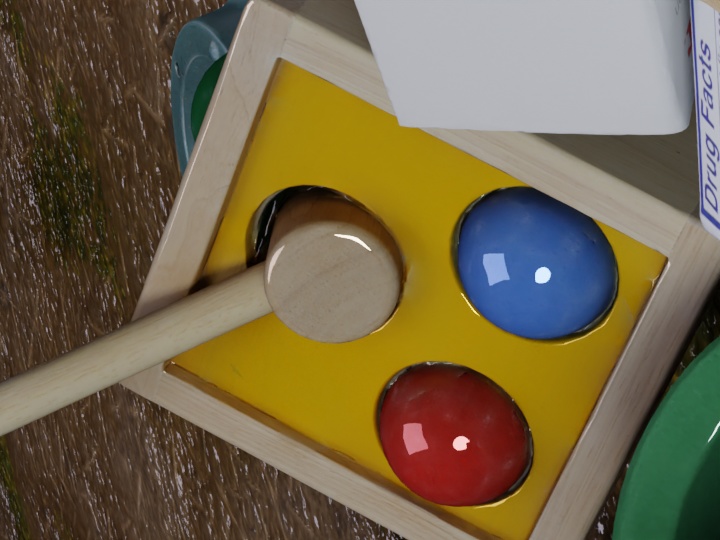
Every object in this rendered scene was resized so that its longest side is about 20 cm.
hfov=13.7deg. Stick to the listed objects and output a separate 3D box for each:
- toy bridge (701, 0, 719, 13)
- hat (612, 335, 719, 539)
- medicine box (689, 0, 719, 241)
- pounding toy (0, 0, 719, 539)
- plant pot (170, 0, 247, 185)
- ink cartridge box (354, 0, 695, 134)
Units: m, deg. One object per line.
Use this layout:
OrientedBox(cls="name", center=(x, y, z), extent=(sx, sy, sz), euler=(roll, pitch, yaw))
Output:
OrientedBox(cls="toy bridge", center=(0.111, -0.058, 0.610), extent=(0.200, 0.027, 0.067), euler=(-160, 56, -69))
OrientedBox(cls="hat", center=(0.170, 0.084, 0.848), extent=(0.176, 0.166, 0.200), euler=(22, -114, -69))
OrientedBox(cls="medicine box", center=(0.159, -0.070, 0.668), extent=(0.200, 0.103, 0.182), euler=(-135, 35, -59))
OrientedBox(cls="pounding toy", center=(0.000, 0.000, 0.919), extent=(0.200, 0.142, 0.184), euler=(27, 127, 6))
OrientedBox(cls="plant pot", center=(0.011, -0.047, 1.083), extent=(0.200, 0.134, 0.200), euler=(165, 90, -72))
OrientedBox(cls="ink cartridge box", center=(0.040, -0.147, 0.746), extent=(0.200, 0.084, 0.145), euler=(68, -150, -55))
